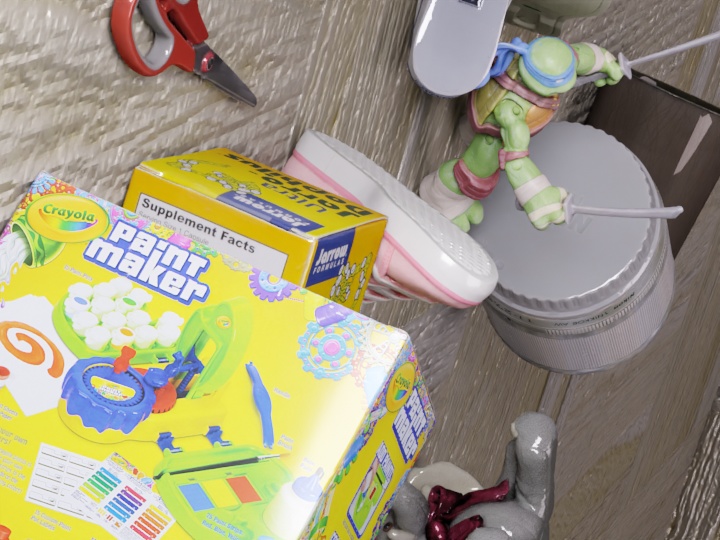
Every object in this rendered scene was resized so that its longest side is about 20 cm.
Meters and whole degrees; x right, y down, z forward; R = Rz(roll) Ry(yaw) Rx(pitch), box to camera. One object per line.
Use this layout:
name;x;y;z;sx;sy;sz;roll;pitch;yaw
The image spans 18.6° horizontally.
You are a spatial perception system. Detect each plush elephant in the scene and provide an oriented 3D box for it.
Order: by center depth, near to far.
plush elephant;0.074;0.213;1.801;0.200;0.154;0.165;77;30;-50

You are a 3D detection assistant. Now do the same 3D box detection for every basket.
basket;0.240;-0.067;1.950;0.201;0.136;0.180;-66;168;9

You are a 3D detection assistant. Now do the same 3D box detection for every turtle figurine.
turtle figurine;0.137;-0.085;1.524;0.194;0.199;0.144;144;-53;-63

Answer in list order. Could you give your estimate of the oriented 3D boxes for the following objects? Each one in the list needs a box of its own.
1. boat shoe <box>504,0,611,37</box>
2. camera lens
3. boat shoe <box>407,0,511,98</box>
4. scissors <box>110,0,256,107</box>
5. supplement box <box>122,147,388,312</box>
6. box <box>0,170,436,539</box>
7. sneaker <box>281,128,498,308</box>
boat shoe;0.134;-0.208;1.495;0.200;0.072;0.068;172;-60;-82
camera lens;0.165;-0.015;1.736;0.160;0.160;0.200;-63;162;-12
boat shoe;0.076;-0.208;1.413;0.201;0.073;0.065;-64;-169;1
scissors;-0.089;-0.106;1.128;0.073;0.014;0.200;-64;164;-19
supplement box;-0.079;0.048;1.183;0.109;0.109;0.201;-20;131;-67
box;-0.099;0.091;1.027;0.193;0.199;0.122;-61;162;-16
sneaker;0.000;0.000;1.265;0.075;0.200;0.105;26;99;-36
